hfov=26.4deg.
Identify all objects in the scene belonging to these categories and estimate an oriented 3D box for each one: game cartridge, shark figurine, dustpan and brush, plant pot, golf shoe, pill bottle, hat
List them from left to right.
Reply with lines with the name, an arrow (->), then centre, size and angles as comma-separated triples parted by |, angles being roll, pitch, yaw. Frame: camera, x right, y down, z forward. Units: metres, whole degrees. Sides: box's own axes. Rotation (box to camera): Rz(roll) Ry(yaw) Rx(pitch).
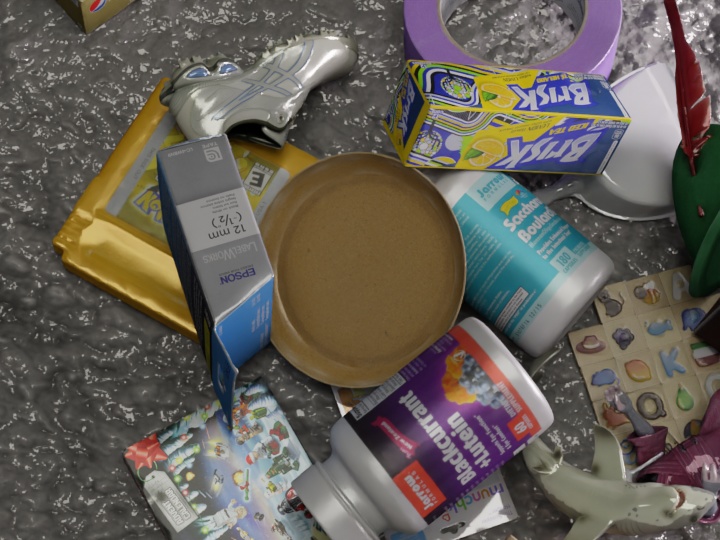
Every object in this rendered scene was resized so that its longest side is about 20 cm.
game cartridge -> -0.153, -0.053, 1.373 | 0.176, 0.032, 0.200 | 28, 69, 5
golf shoe -> -0.078, -0.153, 1.381 | 0.200, 0.078, 0.097 | -20, 76, -28
plant pot -> 0.000, 0.000, 1.311 | 0.200, 0.027, 0.201 | -1, 87, 23
pill bottle -> 0.046, 0.139, 1.230 | 0.200, 0.111, 0.111 | -39, 77, -4
pill bottle -> 0.115, -0.025, 1.344 | 0.200, 0.111, 0.111 | 40, 72, 9
shark figurine -> 0.177, 0.172, 1.274 | 0.128, 0.090, 0.214 | -40, 53, -8
dustpan and brush -> 0.220, -0.093, 1.414 | 0.200, 0.057, 0.140 | -25, 86, -19
hat -> 0.286, -0.103, 1.375 | 0.176, 0.166, 0.200 | 35, 81, 23

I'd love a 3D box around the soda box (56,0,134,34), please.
soda box -> -0.295, -0.323, 1.441 | 0.068, 0.064, 0.200 | -38, 78, -16

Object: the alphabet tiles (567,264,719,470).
alphabet tiles -> 0.283, 0.097, 1.370 | 0.166, 0.006, 0.200 | -14, 72, -9

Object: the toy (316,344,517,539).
toy -> 0.049, 0.133, 1.315 | 0.115, 0.047, 0.200 | -18, 72, -9

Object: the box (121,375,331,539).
box -> -0.093, 0.207, 1.280 | 0.137, 0.040, 0.200 | -28, 75, -13

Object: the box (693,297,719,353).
box -> 0.432, 0.034, 1.317 | 0.200, 0.164, 0.166 | 39, 70, 8

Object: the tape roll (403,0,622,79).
tape roll -> 0.140, -0.227, 1.426 | 0.200, 0.066, 0.201 | -1, 62, 2

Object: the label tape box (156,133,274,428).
label tape box -> -0.109, 0.010, 1.259 | 0.066, 0.143, 0.200 | -17, 69, -12

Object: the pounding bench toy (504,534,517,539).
pounding bench toy -> 0.092, 0.282, 1.224 | 0.200, 0.124, 0.156 | 40, 72, 10

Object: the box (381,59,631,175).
box -> 0.127, -0.129, 1.316 | 0.200, 0.070, 0.064 | 0, 45, -25

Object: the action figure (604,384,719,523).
action figure -> 0.292, 0.163, 1.310 | 0.200, 0.149, 0.134 | -29, 44, 5
